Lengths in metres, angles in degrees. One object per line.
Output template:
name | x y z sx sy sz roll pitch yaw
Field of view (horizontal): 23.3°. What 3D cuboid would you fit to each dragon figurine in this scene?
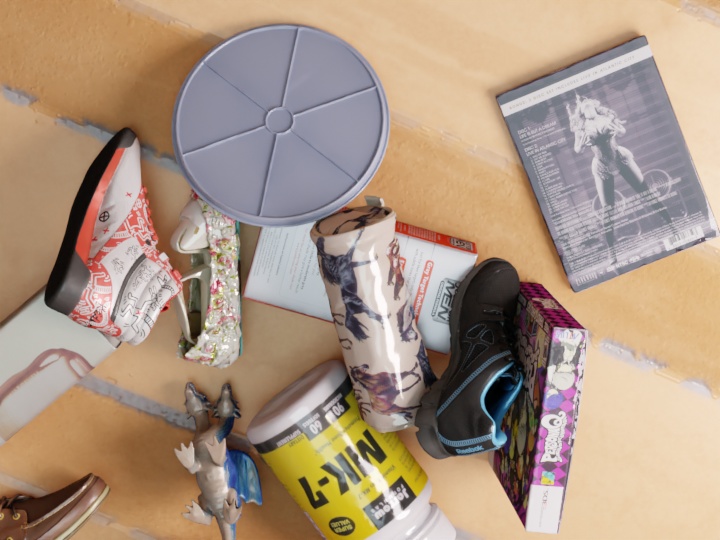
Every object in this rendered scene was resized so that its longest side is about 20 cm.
dragon figurine | -0.129 0.200 1.634 0.059 0.099 0.201 -15 88 12

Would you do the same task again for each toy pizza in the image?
toy pizza | -0.072 -0.130 1.589 0.199 0.032 0.201 -1 71 3

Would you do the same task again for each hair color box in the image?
hair color box | 0.000 0.000 1.622 0.199 0.061 0.102 16 101 0

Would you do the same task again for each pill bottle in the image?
pill bottle | -0.006 0.194 1.631 0.114 0.114 0.200 -36 97 7

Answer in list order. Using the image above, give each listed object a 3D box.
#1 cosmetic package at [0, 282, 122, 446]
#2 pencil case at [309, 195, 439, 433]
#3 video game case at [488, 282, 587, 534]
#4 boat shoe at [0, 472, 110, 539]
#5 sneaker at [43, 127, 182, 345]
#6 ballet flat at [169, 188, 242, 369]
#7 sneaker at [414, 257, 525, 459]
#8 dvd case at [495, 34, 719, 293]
cosmetic package | -0.320 0.093 1.628 0.200 0.103 0.087 -40 97 9
pencil case | 0.016 0.038 1.560 0.077 0.089 0.201 -8 103 33
video game case | 0.157 0.117 1.568 0.036 0.200 0.182 5 101 -6
boat shoe | -0.331 0.250 1.671 0.200 0.072 0.068 -33 99 9
sneaker | -0.210 -0.027 1.592 0.108 0.202 0.067 30 142 -22
ballet flat | -0.144 -0.005 1.616 0.064 0.076 0.201 -6 100 -26
sneaker | 0.117 0.078 1.552 0.082 0.201 0.073 -6 145 39
dvd case | 0.230 -0.097 1.622 0.148 0.016 0.201 -22 99 6
